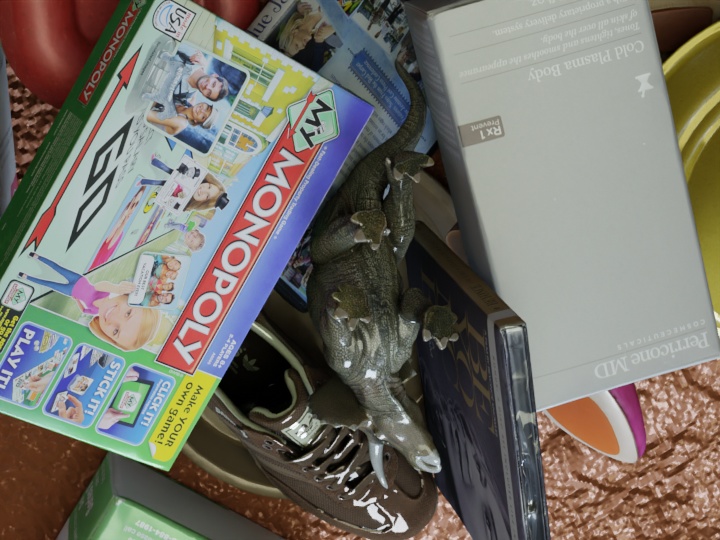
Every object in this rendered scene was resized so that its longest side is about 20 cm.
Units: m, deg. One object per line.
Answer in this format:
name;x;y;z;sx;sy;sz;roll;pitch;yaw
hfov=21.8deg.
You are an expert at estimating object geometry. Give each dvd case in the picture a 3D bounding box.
dvd case;0.055;0.070;0.912;0.016;0.200;0.150;-10;106;-9
dvd case;-0.005;-0.091;0.923;0.200;0.018;0.143;-52;138;-6

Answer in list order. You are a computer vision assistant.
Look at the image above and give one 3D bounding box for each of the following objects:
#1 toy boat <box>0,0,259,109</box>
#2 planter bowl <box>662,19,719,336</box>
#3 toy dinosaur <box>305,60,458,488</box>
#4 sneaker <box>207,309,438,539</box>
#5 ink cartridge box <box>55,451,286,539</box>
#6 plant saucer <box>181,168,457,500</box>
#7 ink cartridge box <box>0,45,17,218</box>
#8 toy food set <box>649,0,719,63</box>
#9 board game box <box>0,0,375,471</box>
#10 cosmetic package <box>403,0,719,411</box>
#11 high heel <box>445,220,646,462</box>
toy boat;-0.100;-0.171;0.849;0.130;0.130;0.202;-12;101;-28
planter bowl;0.231;-0.031;0.959;0.199;0.084;0.202;-5;113;-11
toy dinosaur;0.000;0.000;0.902;0.076;0.102;0.202;-3;77;-24
sneaker;-0.034;0.081;0.964;0.200;0.076;0.070;42;93;-17
ink cartridge box;-0.121;0.222;1.008;0.145;0.088;0.201;29;96;-16
plant saucer;-0.026;0.025;1.005;0.198;0.029;0.202;-2;105;-9
ink cartridge box;-0.213;-0.086;0.879;0.082;0.147;0.202;-4;105;-3
toy food set;0.189;-0.069;1.004;0.142;0.060;0.202;-15;106;-7
board game box;-0.094;-0.017;0.848;0.134;0.029;0.201;25;97;-40
cosmetic package;0.097;-0.044;0.898;0.106;0.090;0.202;-18;102;-3
high heel;0.122;0.013;1.017;0.096;0.067;0.201;-54;130;-28
